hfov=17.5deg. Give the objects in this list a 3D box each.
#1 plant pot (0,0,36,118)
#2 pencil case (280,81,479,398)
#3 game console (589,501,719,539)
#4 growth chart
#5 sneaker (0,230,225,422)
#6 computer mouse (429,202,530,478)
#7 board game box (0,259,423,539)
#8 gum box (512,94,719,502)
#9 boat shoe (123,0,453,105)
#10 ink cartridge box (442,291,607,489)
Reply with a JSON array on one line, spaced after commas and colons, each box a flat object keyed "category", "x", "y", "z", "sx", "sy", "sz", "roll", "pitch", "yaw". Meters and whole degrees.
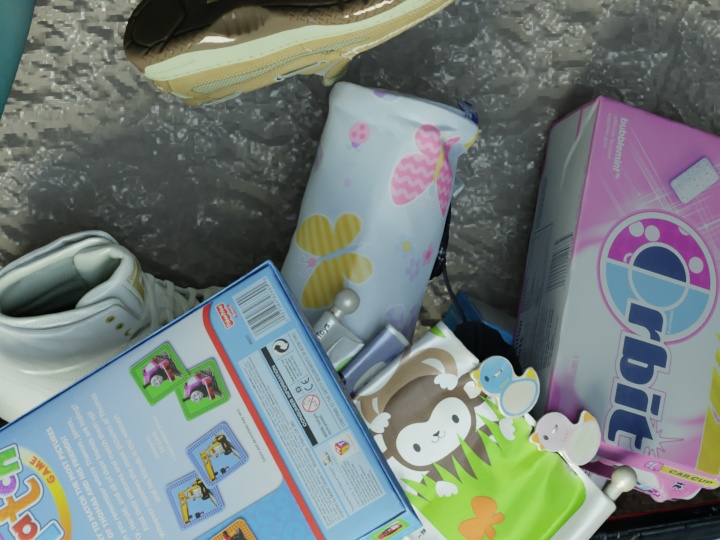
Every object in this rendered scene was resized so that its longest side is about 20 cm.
[{"category": "plant pot", "x": -0.241, "y": -0.162, "z": 1.148, "sx": 0.199, "sy": 0.200, "sz": 0.189, "roll": 25, "pitch": 85, "yaw": -16}, {"category": "pencil case", "x": 0.000, "y": 0.000, "z": 1.242, "sx": 0.083, "sy": 0.091, "sz": 0.201, "roll": 16, "pitch": 86, "yaw": 23}, {"category": "game console", "x": 0.196, "y": 0.232, "z": 1.329, "sx": 0.199, "sy": 0.119, "sz": 0.173, "roll": -5, "pitch": 128, "yaw": -32}, {"category": "growth chart", "x": 0.033, "y": 0.100, "z": 1.197, "sx": 0.199, "sy": 0.018, "sz": 0.145, "roll": 34, "pitch": 90, "yaw": -12}, {"category": "sneaker", "x": -0.105, "y": 0.029, "z": 1.256, "sx": 0.198, "sy": 0.074, "sz": 0.116, "roll": -8, "pitch": 149, "yaw": -8}, {"category": "computer mouse", "x": 0.047, "y": 0.025, "z": 1.269, "sx": 0.034, "sy": 0.201, "sz": 0.059, "roll": 2, "pitch": 147, "yaw": -31}, {"category": "board game box", "x": -0.091, "y": 0.111, "z": 1.142, "sx": 0.199, "sy": 0.037, "sz": 0.152, "roll": -31, "pitch": 65, "yaw": 2}, {"category": "gum box", "x": 0.151, "y": 0.020, "z": 1.284, "sx": 0.113, "sy": 0.066, "sz": 0.201, "roll": 17, "pitch": 73, "yaw": -18}, {"category": "boat shoe", "x": -0.024, "y": -0.132, "z": 1.229, "sx": 0.199, "sy": 0.072, "sz": 0.076, "roll": -10, "pitch": 142, "yaw": 29}, {"category": "ink cartridge box", "x": 0.063, "y": 0.130, "z": 1.345, "sx": 0.115, "sy": 0.068, "sz": 0.201, "roll": 27, "pitch": 98, "yaw": -16}]
